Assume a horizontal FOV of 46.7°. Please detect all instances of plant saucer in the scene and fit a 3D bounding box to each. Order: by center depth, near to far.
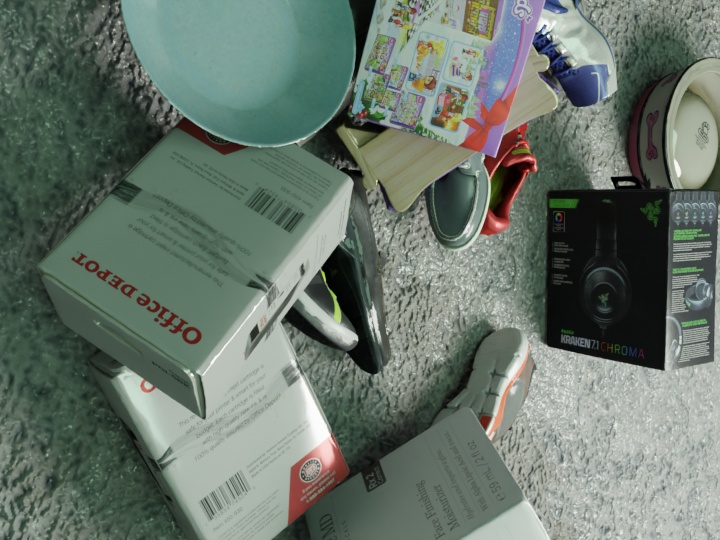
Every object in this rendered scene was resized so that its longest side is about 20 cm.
[{"bbox_3d":[-0.094,-0.190,0.645,0.198,0.038,0.206,7,77,-32],"label":"plant saucer"}]

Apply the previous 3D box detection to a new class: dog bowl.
[{"bbox_3d":[0.426,-0.167,1.079,0.197,0.073,0.205,-3,95,-33],"label":"dog bowl"}]

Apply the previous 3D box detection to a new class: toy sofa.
[{"bbox_3d":[0.080,-0.149,0.777,0.198,0.083,0.098,-34,102,11],"label":"toy sofa"}]

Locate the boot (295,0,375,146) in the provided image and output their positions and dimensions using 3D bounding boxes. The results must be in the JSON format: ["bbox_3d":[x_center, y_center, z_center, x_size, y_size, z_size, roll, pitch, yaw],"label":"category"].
[{"bbox_3d":[-0.020,-0.235,0.736,0.197,0.073,0.184,-28,110,6],"label":"boot"}]

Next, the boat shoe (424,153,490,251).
[{"bbox_3d":[0.093,-0.124,0.848,0.062,0.071,0.205,19,75,-64],"label":"boat shoe"}]

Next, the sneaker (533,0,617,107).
[{"bbox_3d":[0.196,-0.266,0.918,0.114,0.080,0.202,-31,103,-24],"label":"sneaker"}]

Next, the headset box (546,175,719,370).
[{"bbox_3d":[0.306,-0.005,0.950,0.091,0.173,0.205,-3,97,-33],"label":"headset box"}]

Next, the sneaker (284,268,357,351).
[{"bbox_3d":[-0.058,-0.012,0.751,0.200,0.071,0.083,47,73,-19],"label":"sneaker"}]

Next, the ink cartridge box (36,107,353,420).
[{"bbox_3d":[-0.118,-0.015,0.634,0.145,0.083,0.201,31,60,11],"label":"ink cartridge box"}]

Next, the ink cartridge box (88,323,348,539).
[{"bbox_3d":[-0.119,0.127,0.719,0.146,0.082,0.203,-33,111,-27],"label":"ink cartridge box"}]

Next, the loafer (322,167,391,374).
[{"bbox_3d":[0.000,0.000,0.807,0.072,0.072,0.204,-25,109,-34],"label":"loafer"}]

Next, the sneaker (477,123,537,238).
[{"bbox_3d":[0.159,-0.129,0.893,0.076,0.084,0.204,20,83,-34],"label":"sneaker"}]

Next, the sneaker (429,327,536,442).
[{"bbox_3d":[0.143,0.165,0.917,0.082,0.076,0.202,46,70,-35],"label":"sneaker"}]

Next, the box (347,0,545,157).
[{"bbox_3d":[0.077,-0.211,0.692,0.134,0.039,0.204,15,108,-4],"label":"box"}]

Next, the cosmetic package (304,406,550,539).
[{"bbox_3d":[0.076,0.276,0.785,0.198,0.165,0.167,-31,112,0],"label":"cosmetic package"}]
